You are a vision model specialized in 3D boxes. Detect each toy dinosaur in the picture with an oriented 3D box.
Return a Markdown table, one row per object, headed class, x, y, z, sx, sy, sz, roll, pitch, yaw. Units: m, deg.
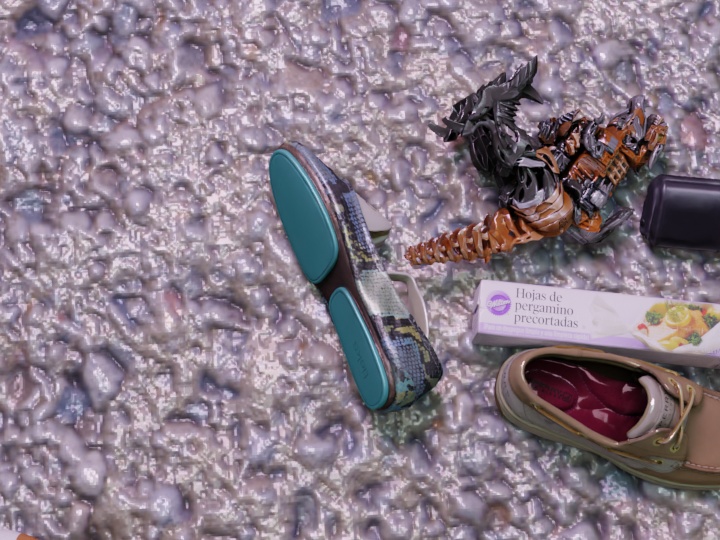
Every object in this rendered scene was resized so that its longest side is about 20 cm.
| class | x | y | z | sx | sy | sz | roll | pitch | yaw |
| --- | --- | --- | --- | --- | --- | --- | --- | --- | --- |
| toy dinosaur | 0.120 | -0.068 | 1.074 | 0.200 | 0.102 | 0.136 | -36 | 97 | -32 |

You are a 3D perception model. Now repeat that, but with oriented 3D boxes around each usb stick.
| class | x | y | z | sx | sy | sz | roll | pitch | yaw |
| --- | --- | --- | --- | --- | --- | --- | --- | --- | --- |
| usb stick | 0.297 | -0.035 | 1.091 | 0.198 | 0.033 | 0.056 | 5 | 119 | -1 |

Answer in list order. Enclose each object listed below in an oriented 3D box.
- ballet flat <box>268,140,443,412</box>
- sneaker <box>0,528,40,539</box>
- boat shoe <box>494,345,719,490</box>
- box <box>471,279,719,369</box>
| class | x | y | z | sx | sy | sz | roll | pitch | yaw |
| --- | --- | --- | --- | --- | --- | --- | --- | --- | --- |
| ballet flat | 0.000 | 0.000 | 1.068 | 0.074 | 0.074 | 0.202 | -20 | 79 | -7 |
| sneaker | -0.229 | 0.264 | 0.978 | 0.084 | 0.073 | 0.202 | 3 | 74 | 1 |
| boat shoe | 0.189 | 0.099 | 1.042 | 0.198 | 0.066 | 0.075 | 12 | 76 | 1 |
| box | 0.177 | 0.038 | 1.071 | 0.198 | 0.041 | 0.039 | 6 | 75 | 0 |
